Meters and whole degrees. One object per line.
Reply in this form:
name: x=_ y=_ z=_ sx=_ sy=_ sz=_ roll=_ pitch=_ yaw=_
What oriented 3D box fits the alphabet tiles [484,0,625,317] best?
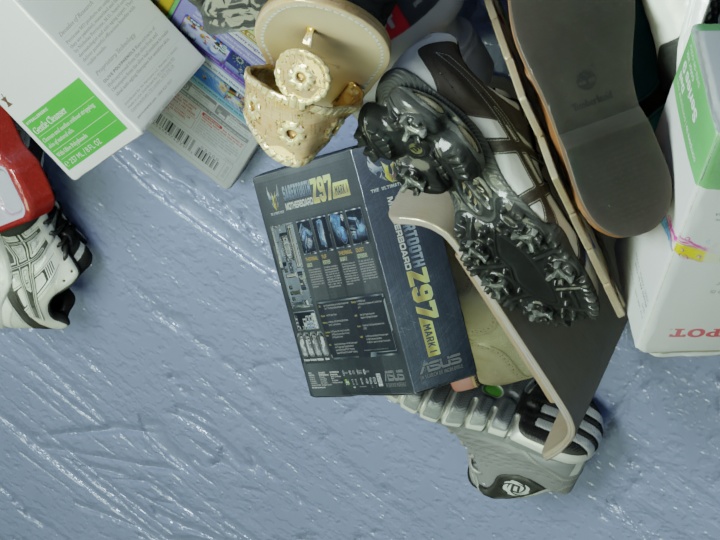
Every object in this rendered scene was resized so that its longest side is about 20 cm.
alphabet tiles: x=0.114 y=-0.072 z=1.516 sx=0.006 sy=0.167 sz=0.200 roll=-22 pitch=138 yaw=8

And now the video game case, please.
video game case: x=-0.134 y=-0.163 z=1.736 sx=0.200 sy=0.022 sz=0.182 roll=38 pitch=144 yaw=0

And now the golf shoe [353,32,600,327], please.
golf shoe: x=0.085 y=-0.054 z=1.503 sx=0.077 sy=0.095 sz=0.200 roll=-13 pitch=128 yaw=41

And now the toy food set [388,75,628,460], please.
toy food set: x=0.096 y=-0.003 z=1.613 sx=0.060 sy=0.144 sz=0.200 roll=-15 pitch=121 yaw=37

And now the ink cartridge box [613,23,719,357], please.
ink cartridge box: x=0.237 y=-0.042 z=1.456 sx=0.144 sy=0.088 sz=0.200 roll=-1 pitch=141 yaw=-10

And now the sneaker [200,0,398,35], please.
sneaker: x=0.011 y=-0.171 z=1.434 sx=0.199 sy=0.060 sz=0.105 roll=6 pitch=120 yaw=8

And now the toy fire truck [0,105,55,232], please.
toy fire truck: x=-0.309 y=-0.092 z=1.843 sx=0.200 sy=0.112 sz=0.169 roll=-18 pitch=98 yaw=49

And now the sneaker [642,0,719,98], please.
sneaker: x=0.181 y=-0.180 z=1.433 sx=0.080 sy=0.074 sz=0.201 roll=30 pitch=141 yaw=33

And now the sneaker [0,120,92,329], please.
sneaker: x=-0.241 y=-0.033 z=1.940 sx=0.087 sy=0.076 sz=0.201 roll=10 pitch=138 yaw=-4

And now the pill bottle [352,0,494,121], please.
pill bottle: x=-0.006 y=-0.179 z=1.533 sx=0.119 sy=0.120 sz=0.200 roll=-8 pitch=125 yaw=44

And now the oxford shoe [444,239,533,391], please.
oxford shoe: x=0.084 y=-0.007 z=1.707 sx=0.073 sy=0.071 sz=0.201 roll=-4 pitch=132 yaw=9

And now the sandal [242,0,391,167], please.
sandal: x=-0.031 y=-0.088 z=1.453 sx=0.077 sy=0.070 sz=0.212 roll=12 pitch=166 yaw=-5

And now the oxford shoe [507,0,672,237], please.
oxford shoe: x=0.120 y=-0.113 z=1.447 sx=0.071 sy=0.071 sz=0.201 roll=137 pitch=121 yaw=-84

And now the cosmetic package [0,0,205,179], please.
cosmetic package: x=-0.213 y=-0.170 z=1.706 sx=0.200 sy=0.085 sz=0.107 roll=45 pitch=146 yaw=-11

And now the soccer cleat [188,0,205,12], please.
soccer cleat: x=-0.121 y=-0.222 z=1.625 sx=0.200 sy=0.084 sz=0.065 roll=41 pitch=119 yaw=23

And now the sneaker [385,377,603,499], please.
sneaker: x=0.068 y=0.107 z=1.822 sx=0.199 sy=0.075 sz=0.116 roll=27 pitch=145 yaw=12

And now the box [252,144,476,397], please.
box: x=0.000 y=0.000 z=1.673 sx=0.200 sy=0.051 sz=0.159 roll=-11 pitch=95 yaw=69

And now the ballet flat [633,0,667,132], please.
ballet flat: x=0.148 y=-0.099 z=1.541 sx=0.064 sy=0.076 sz=0.201 roll=15 pitch=130 yaw=41
